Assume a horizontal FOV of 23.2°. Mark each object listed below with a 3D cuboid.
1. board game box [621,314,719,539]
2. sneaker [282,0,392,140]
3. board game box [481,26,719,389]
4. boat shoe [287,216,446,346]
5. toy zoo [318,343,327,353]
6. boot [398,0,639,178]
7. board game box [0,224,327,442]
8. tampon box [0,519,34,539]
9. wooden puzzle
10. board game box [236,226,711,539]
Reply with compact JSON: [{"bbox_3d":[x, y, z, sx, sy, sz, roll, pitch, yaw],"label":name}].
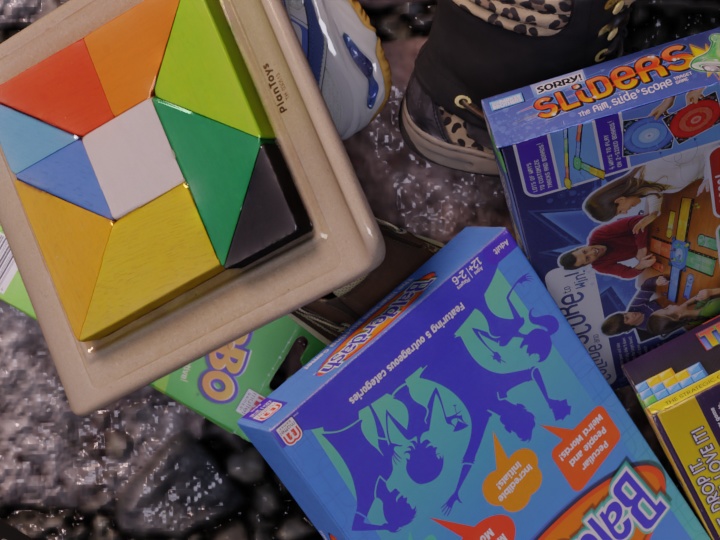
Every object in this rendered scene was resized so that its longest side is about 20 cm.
[{"bbox_3d":[0.249,0.096,0.892,0.165,0.057,0.200,-27,117,5],"label":"board game box"},{"bbox_3d":[-0.063,-0.145,0.849,0.088,0.075,0.200,-35,99,-27],"label":"sneaker"},{"bbox_3d":[0.143,-0.022,0.848,0.135,0.034,0.200,-17,138,2],"label":"board game box"},{"bbox_3d":[-0.003,0.006,0.867,0.202,0.075,0.075,23,85,-5],"label":"boat shoe"},{"bbox_3d":[0.045,0.106,0.936,0.131,0.020,0.200,-37,98,6],"label":"toy zoo"},{"bbox_3d":[0.120,-0.103,0.835,0.200,0.151,0.073,8,59,3],"label":"boot"},{"bbox_3d":[-0.112,0.003,0.914,0.200,0.030,0.096,31,97,-3],"label":"board game box"},{"bbox_3d":[-0.290,0.169,0.891,0.200,0.126,0.150,32,98,-5],"label":"tampon box"},{"bbox_3d":[-0.101,-0.049,0.823,0.200,0.037,0.185,-28,80,28],"label":"wooden puzzle"},{"bbox_3d":[0.060,0.103,0.836,0.152,0.045,0.200,-41,107,-18],"label":"board game box"}]
